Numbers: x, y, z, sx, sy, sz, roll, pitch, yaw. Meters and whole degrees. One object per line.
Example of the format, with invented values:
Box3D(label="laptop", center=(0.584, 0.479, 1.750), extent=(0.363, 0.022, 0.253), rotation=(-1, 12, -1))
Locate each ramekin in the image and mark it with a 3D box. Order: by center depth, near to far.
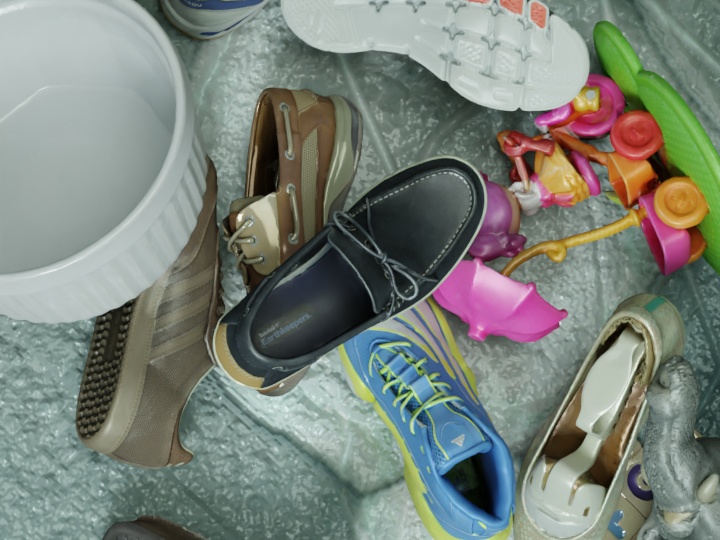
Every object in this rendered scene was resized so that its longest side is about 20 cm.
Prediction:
Box3D(label="ramekin", center=(-0.184, -0.064, 1.360), extent=(0.199, 0.105, 0.201), rotation=(-5, 65, 12))

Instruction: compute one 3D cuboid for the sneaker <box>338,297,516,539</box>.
Box3D(label="sneaker", center=(0.049, 0.079, 1.419), extent=(0.076, 0.105, 0.201), rotation=(-27, 88, -15))

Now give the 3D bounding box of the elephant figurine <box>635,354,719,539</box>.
Box3D(label="elephant figurine", center=(0.219, 0.169, 1.414), extent=(0.141, 0.155, 0.201), rotation=(17, 86, 5))

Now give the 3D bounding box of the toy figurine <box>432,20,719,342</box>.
Box3D(label="toy figurine", center=(0.121, -0.040, 1.455), extent=(0.183, 0.150, 0.201), rotation=(-26, 65, -5))

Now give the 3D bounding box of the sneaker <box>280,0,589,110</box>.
Box3D(label="sneaker", center=(0.052, -0.160, 1.458), extent=(0.199, 0.082, 0.077), rotation=(19, 106, 6))

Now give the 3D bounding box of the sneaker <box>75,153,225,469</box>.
Box3D(label="sneaker", center=(-0.117, 0.025, 1.423), extent=(0.075, 0.070, 0.201), rotation=(26, 73, -33))

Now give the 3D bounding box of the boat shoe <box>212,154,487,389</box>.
Box3D(label="boat shoe", center=(0.000, 0.000, 1.366), extent=(0.200, 0.062, 0.075), rotation=(-36, 91, -17))

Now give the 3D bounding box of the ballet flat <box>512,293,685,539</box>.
Box3D(label="ballet flat", center=(0.136, 0.104, 1.411), extent=(0.067, 0.062, 0.201), rotation=(26, 106, 19))

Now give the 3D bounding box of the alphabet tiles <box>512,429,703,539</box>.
Box3D(label="alphabet tiles", center=(0.197, 0.196, 1.484), extent=(0.200, 0.006, 0.166), rotation=(45, 76, -2))

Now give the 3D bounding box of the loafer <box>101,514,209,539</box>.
Box3D(label="loafer", center=(-0.068, 0.209, 1.402), extent=(0.199, 0.071, 0.073), rotation=(31, 119, 1))

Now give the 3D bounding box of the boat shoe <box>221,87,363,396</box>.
Box3D(label="boat shoe", center=(-0.053, -0.021, 1.425), extent=(0.072, 0.076, 0.201), rotation=(18, 67, -26))

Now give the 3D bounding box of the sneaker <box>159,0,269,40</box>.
Box3D(label="sneaker", center=(-0.041, -0.225, 1.458), extent=(0.075, 0.088, 0.200), rotation=(43, 74, -1))
